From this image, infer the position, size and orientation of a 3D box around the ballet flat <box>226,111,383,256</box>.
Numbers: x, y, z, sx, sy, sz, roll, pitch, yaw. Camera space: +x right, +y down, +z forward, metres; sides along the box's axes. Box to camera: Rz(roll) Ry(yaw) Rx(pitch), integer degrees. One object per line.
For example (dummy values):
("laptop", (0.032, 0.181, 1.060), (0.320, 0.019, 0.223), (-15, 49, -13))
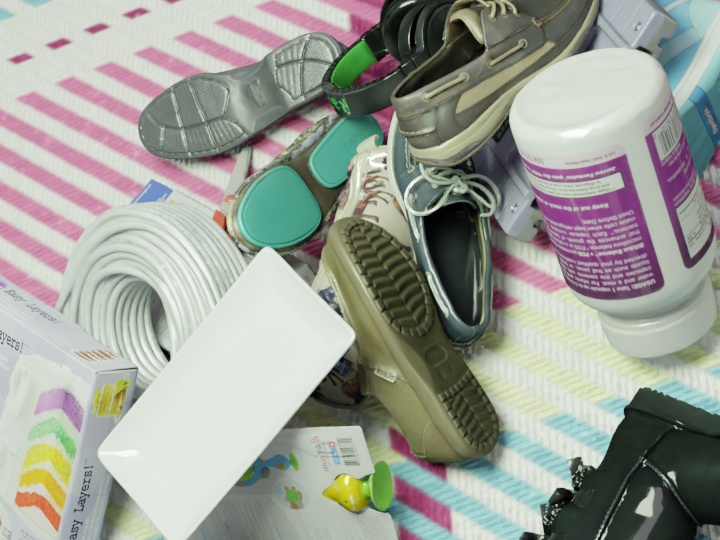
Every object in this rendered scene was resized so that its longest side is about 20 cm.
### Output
("ballet flat", (-0.053, -0.060, 1.659), (0.072, 0.072, 0.200), (8, 34, 32))

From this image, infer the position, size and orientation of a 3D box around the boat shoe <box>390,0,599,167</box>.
("boat shoe", (0.099, -0.163, 1.529), (0.200, 0.073, 0.074), (-49, 33, -20))

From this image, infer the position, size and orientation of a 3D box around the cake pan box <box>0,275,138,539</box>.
("cake pan box", (-0.265, 0.121, 1.638), (0.199, 0.052, 0.185), (30, 110, 39))

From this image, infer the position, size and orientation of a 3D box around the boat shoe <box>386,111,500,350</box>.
("boat shoe", (0.063, -0.042, 1.571), (0.062, 0.074, 0.202), (145, 125, -65))

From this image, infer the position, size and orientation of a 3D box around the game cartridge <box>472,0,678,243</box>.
("game cartridge", (0.149, -0.135, 1.584), (0.201, 0.038, 0.130), (-57, 35, 18))

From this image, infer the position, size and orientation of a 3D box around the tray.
("tray", (-0.093, 0.091, 1.496), (0.200, 0.022, 0.107), (-50, 60, 7))

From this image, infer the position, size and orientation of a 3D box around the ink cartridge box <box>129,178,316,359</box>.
("ink cartridge box", (-0.137, 0.011, 1.708), (0.199, 0.042, 0.120), (30, 75, 36))

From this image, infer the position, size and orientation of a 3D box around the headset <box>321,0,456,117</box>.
("headset", (0.065, -0.180, 1.686), (0.199, 0.094, 0.124), (-36, 23, -2))

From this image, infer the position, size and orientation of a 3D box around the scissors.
("scissors", (-0.112, -0.049, 1.705), (0.073, 0.014, 0.201), (-9, 37, -4))

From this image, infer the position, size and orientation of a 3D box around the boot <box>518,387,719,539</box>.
("boot", (0.208, 0.173, 1.387), (0.198, 0.073, 0.163), (19, 68, 44))

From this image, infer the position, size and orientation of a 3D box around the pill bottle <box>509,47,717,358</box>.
("pill bottle", (0.182, -0.042, 1.452), (0.112, 0.201, 0.113), (-16, 31, 10))

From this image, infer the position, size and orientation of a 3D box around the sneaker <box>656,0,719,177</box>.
("sneaker", (0.209, -0.130, 1.588), (0.130, 0.080, 0.200), (20, 61, 35))

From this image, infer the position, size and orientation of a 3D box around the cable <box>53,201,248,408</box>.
("cable", (-0.153, 0.048, 1.609), (0.200, 0.069, 0.201), (38, 123, 33))

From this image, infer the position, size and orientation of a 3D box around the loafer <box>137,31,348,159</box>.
("loafer", (-0.092, -0.142, 1.784), (0.199, 0.063, 0.072), (-21, 81, 21))

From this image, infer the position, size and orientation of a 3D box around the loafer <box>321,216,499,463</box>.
("loafer", (0.023, 0.056, 1.522), (0.067, 0.076, 0.201), (-35, 79, 35))

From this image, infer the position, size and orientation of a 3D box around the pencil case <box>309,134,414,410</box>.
("pencil case", (0.000, 0.000, 1.606), (0.077, 0.089, 0.201), (-4, 57, 41))

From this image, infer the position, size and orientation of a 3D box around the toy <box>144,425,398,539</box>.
("toy", (-0.065, 0.153, 1.540), (0.199, 0.116, 0.047), (-1, 31, 30))
